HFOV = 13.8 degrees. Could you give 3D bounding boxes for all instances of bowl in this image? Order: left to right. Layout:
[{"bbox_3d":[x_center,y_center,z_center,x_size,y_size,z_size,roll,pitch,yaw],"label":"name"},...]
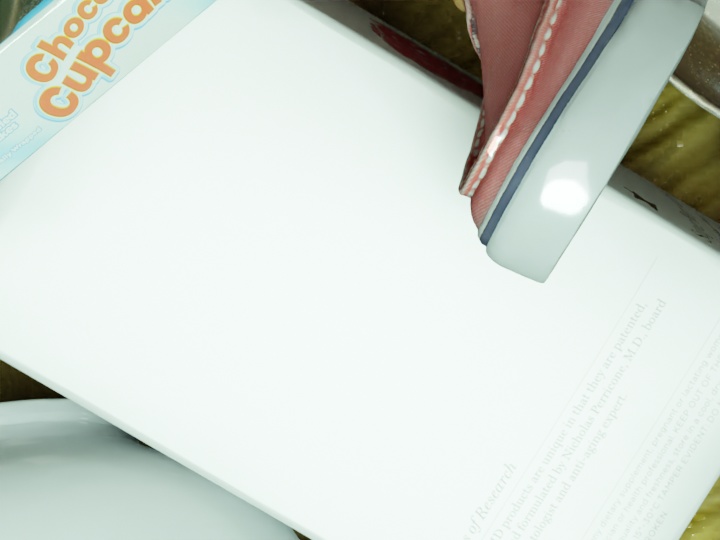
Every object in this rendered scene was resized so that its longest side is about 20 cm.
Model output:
[{"bbox_3d":[-0.098,0.091,0.797,0.201,0.201,0.090,-12,74,0],"label":"bowl"}]

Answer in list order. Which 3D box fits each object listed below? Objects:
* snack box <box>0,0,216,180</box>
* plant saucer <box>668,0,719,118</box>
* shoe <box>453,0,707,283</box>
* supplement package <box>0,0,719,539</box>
[{"bbox_3d":[-0.118,-0.104,0.751,0.116,0.200,0.037,-40,140,5],"label":"snack box"},{"bbox_3d":[0.149,-0.130,0.827,0.200,0.032,0.201,0,101,-1],"label":"plant saucer"},{"bbox_3d":[0.038,-0.083,0.731,0.091,0.200,0.072,28,134,-3],"label":"shoe"},{"bbox_3d":[0.000,0.000,0.800,0.200,0.121,0.120,30,98,-8],"label":"supplement package"}]
